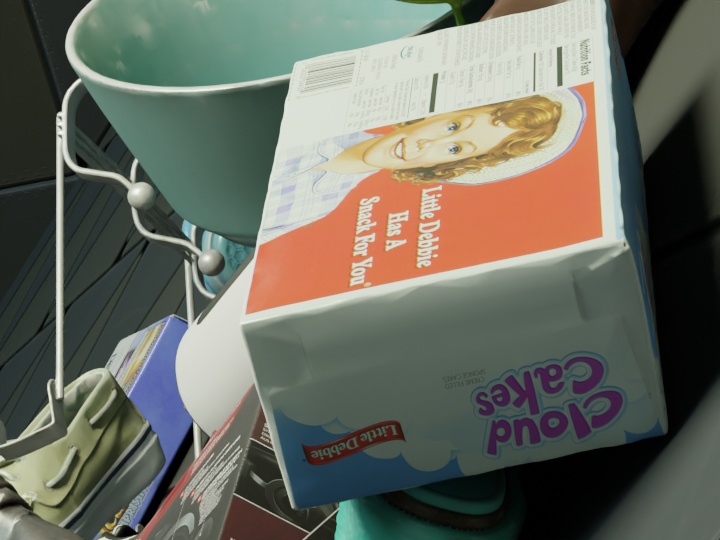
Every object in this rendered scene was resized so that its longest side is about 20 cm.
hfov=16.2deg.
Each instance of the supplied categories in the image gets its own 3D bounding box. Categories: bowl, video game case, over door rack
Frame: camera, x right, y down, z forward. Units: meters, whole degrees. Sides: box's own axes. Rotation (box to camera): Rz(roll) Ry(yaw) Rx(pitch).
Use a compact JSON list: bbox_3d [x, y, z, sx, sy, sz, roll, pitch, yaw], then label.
[{"bbox_3d":[-0.027,-0.081,1.168,0.201,0.201,0.105,-80,-20,-61],"label":"bowl"},{"bbox_3d":[-0.156,0.129,1.502,0.200,0.045,0.181,-62,9,-12],"label":"video game case"},{"bbox_3d":[-0.099,0.024,1.226,0.067,0.148,0.200,-7,59,26],"label":"over door rack"}]

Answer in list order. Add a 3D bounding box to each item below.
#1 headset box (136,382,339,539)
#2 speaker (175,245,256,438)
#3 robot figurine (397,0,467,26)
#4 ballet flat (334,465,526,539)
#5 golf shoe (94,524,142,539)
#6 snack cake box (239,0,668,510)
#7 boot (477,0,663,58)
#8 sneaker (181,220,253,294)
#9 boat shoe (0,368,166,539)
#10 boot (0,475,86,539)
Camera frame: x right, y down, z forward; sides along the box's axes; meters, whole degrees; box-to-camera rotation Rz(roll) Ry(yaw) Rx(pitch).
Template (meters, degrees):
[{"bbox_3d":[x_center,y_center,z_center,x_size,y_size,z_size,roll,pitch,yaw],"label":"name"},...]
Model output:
[{"bbox_3d":[-0.049,0.141,0.892,0.149,0.077,0.200,-53,12,34],"label":"headset box"},{"bbox_3d":[0.000,0.000,1.038,0.200,0.081,0.081,-49,15,46],"label":"speaker"},{"bbox_3d":[0.029,-0.198,1.036,0.175,0.116,0.200,-129,33,-50],"label":"robot figurine"},{"bbox_3d":[0.022,0.055,0.839,0.200,0.067,0.070,-77,6,-63],"label":"ballet flat"},{"bbox_3d":[-0.116,0.171,1.150,0.200,0.078,0.095,-33,23,45],"label":"golf shoe"},{"bbox_3d":[0.033,-0.013,0.801,0.115,0.067,0.200,-11,25,9],"label":"snack cake box"},{"bbox_3d":[0.112,-0.133,0.931,0.200,0.064,0.186,-48,14,34],"label":"boot"},{"bbox_3d":[-0.042,-0.067,1.414,0.200,0.080,0.131,-62,12,-16],"label":"sneaker"},{"bbox_3d":[-0.164,0.114,1.233,0.072,0.062,0.200,-23,12,28],"label":"boat shoe"},{"bbox_3d":[-0.158,0.175,1.074,0.070,0.132,0.200,-6,-58,-47],"label":"boot"}]
